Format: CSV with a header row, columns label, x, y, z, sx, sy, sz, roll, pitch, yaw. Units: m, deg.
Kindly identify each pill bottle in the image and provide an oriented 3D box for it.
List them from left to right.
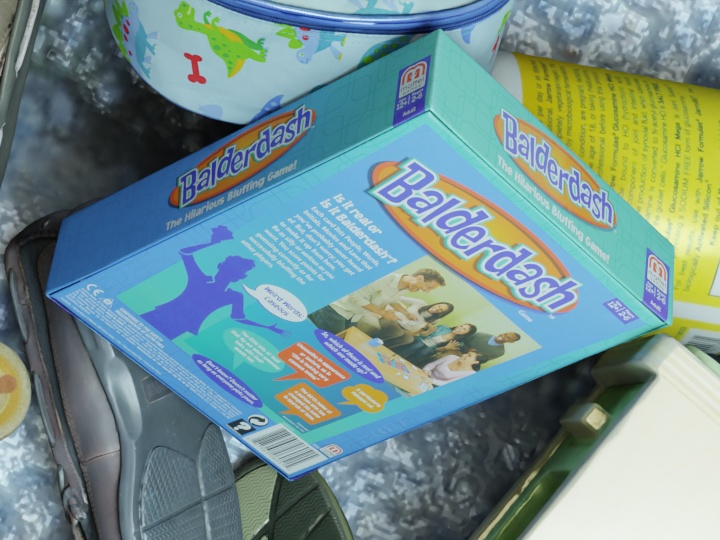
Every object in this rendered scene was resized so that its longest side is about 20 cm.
label,x,y,z,sx,sy,sz,roll,pitch,yaw
pill bottle,0.090,-0.031,1.213,0.200,0.112,0.113,10,91,-11

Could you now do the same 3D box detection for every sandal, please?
label,x,y,z,sx,sy,sz,roll,pitch,yaw
sandal,-0.012,0.176,1.230,0.080,0.057,0.201,-26,82,16

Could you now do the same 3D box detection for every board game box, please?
label,x,y,z,sx,sy,sz,roll,pitch,yaw
board game box,0.000,0.000,1.135,0.152,0.200,0.045,41,41,-34

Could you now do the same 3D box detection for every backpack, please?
label,x,y,z,sx,sy,sz,roll,pitch,yaw
backpack,-0.017,-0.161,1.128,0.183,0.147,0.200,6,56,-11

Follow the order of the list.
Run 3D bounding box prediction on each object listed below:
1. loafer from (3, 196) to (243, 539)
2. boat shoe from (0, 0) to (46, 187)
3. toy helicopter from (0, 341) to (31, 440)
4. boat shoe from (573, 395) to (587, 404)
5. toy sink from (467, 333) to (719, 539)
label,x,y,z,sx,sy,sz,roll,pitch,yaw
loafer,-0.101,0.070,1.209,0.072,0.063,0.200,-14,92,-52
boat shoe,-0.164,-0.100,1.189,0.067,0.057,0.200,8,92,-11
toy helicopter,-0.231,0.030,1.155,0.200,0.079,0.132,23,69,-13
boat shoe,0.071,0.148,1.248,0.071,0.070,0.201,29,87,6
toy sink,0.124,0.097,1.155,0.112,0.130,0.200,41,84,-2
